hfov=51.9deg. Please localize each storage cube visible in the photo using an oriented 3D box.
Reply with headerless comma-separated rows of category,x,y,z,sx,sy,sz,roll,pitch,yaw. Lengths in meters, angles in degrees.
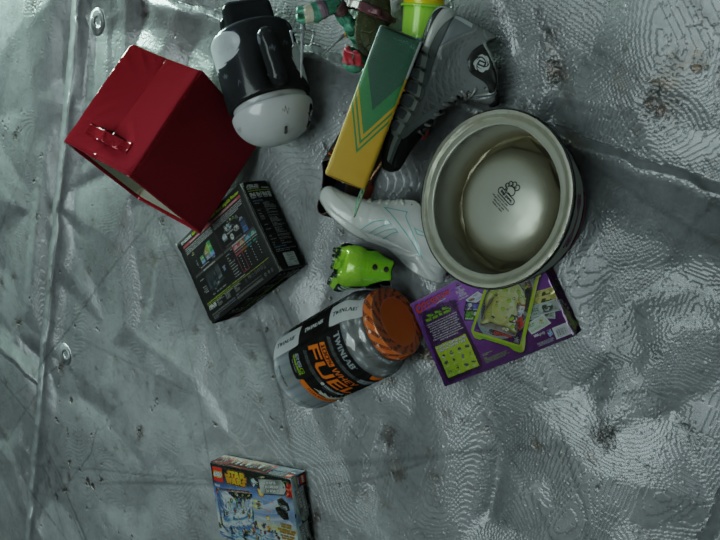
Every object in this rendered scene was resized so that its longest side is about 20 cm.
storage cube,-0.290,-0.195,1.108,0.170,0.200,0.181,26,80,32

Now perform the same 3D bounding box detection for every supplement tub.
supplement tub,-0.019,0.105,1.022,0.199,0.122,0.124,-32,79,38

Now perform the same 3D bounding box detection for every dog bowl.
dog bowl,0.168,-0.078,0.852,0.198,0.073,0.203,-4,85,42

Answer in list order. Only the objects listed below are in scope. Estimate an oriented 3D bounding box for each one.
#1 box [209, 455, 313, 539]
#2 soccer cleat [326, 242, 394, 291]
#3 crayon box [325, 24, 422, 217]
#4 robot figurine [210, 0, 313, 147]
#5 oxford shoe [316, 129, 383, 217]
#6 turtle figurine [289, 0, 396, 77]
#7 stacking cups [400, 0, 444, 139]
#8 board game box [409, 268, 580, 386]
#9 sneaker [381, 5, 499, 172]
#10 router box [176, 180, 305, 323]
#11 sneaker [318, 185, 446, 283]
box,-0.168,0.395,1.248,0.198,0.040,0.139,-1,99,38
soccer cleat,0.000,0.000,0.978,0.080,0.200,0.069,11,90,-5
crayon box,0.008,-0.173,0.855,0.051,0.126,0.202,20,103,-4
robot figurine,-0.137,-0.277,1.045,0.123,0.150,0.203,-17,87,22
oxford shoe,-0.007,-0.160,0.993,0.071,0.072,0.202,30,116,30
turtle figurine,-0.003,-0.324,0.920,0.100,0.149,0.203,23,102,19
stacking cups,0.077,-0.268,0.925,0.060,0.060,0.203,15,113,35
board game box,0.163,0.058,0.929,0.199,0.032,0.121,-29,85,37
sneaker,0.104,-0.196,0.877,0.114,0.075,0.202,20,109,-4
router box,-0.194,-0.026,1.173,0.199,0.062,0.151,-34,78,37
sneaker,0.039,-0.065,0.964,0.199,0.070,0.081,30,104,3
